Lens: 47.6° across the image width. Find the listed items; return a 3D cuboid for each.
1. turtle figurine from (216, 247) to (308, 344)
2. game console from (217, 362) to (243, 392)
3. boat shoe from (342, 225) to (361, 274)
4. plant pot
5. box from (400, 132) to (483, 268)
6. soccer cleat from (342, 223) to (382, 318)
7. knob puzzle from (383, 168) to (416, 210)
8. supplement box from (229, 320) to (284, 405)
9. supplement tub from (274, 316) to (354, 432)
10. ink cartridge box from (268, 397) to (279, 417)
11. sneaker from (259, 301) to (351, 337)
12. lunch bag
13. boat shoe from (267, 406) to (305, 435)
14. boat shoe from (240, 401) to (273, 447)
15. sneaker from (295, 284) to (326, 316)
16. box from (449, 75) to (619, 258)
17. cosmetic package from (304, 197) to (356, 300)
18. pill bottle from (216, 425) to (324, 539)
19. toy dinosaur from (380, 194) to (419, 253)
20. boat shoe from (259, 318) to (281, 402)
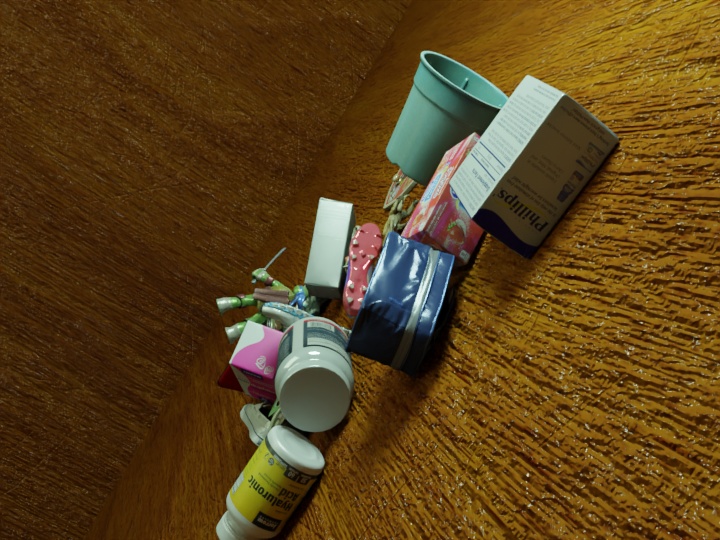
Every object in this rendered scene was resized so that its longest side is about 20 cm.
[{"bbox_3d":[-0.210,0.078,1.779,0.191,0.146,0.200,-19,30,-10],"label":"turtle figurine"},{"bbox_3d":[-0.261,0.204,2.073,0.201,0.118,0.173,-54,15,14],"label":"game console"},{"bbox_3d":[-0.007,-0.015,1.776,0.071,0.062,0.202,-41,23,43],"label":"boat shoe"},{"bbox_3d":[0.153,-0.273,1.537,0.198,0.198,0.201,-59,12,26],"label":"plant pot"},{"bbox_3d":[0.155,-0.107,1.323,0.202,0.095,0.099,-60,14,-20],"label":"box"},{"bbox_3d":[0.000,0.000,1.670,0.077,0.065,0.204,115,166,-64],"label":"soccer cleat"},{"bbox_3d":[0.106,-0.231,1.912,0.221,0.030,0.221,-53,15,21],"label":"knob puzzle"},{"bbox_3d":[-0.195,0.200,1.712,0.201,0.099,0.105,84,-154,-62],"label":"supplement box"},{"bbox_3d":[-0.082,0.181,1.451,0.141,0.139,0.201,-54,14,14],"label":"supplement tub"},{"bbox_3d":[-0.108,0.209,1.647,0.104,0.059,0.202,-40,22,57],"label":"ink cartridge box"},{"bbox_3d":[-0.107,0.124,1.565,0.088,0.197,0.075,-67,15,-4],"label":"sneaker"},{"bbox_3d":[0.071,0.048,1.233,0.137,0.130,0.202,110,-178,-51],"label":"lunch bag"},{"bbox_3d":[-0.140,0.329,1.513,0.205,0.074,0.075,-63,27,3],"label":"boat shoe"},{"bbox_3d":[-0.208,0.318,1.753,0.070,0.071,0.200,-52,16,-2],"label":"boat shoe"},{"bbox_3d":[-0.117,0.063,1.967,0.202,0.077,0.086,-61,11,-11],"label":"sneaker"},{"bbox_3d":[0.233,-0.149,1.139,0.201,0.104,0.184,-53,15,15],"label":"box"},{"bbox_3d":[-0.066,-0.045,1.832,0.107,0.088,0.204,81,-159,-71],"label":"cosmetic package"},{"bbox_3d":[-0.155,0.371,1.365,0.202,0.110,0.111,-56,14,9],"label":"pill bottle"},{"bbox_3d":[0.078,-0.119,1.713,0.101,0.058,0.202,-42,21,51],"label":"toy dinosaur"},{"bbox_3d":[-0.198,0.209,1.916,0.075,0.072,0.204,166,110,-67],"label":"boat shoe"}]
